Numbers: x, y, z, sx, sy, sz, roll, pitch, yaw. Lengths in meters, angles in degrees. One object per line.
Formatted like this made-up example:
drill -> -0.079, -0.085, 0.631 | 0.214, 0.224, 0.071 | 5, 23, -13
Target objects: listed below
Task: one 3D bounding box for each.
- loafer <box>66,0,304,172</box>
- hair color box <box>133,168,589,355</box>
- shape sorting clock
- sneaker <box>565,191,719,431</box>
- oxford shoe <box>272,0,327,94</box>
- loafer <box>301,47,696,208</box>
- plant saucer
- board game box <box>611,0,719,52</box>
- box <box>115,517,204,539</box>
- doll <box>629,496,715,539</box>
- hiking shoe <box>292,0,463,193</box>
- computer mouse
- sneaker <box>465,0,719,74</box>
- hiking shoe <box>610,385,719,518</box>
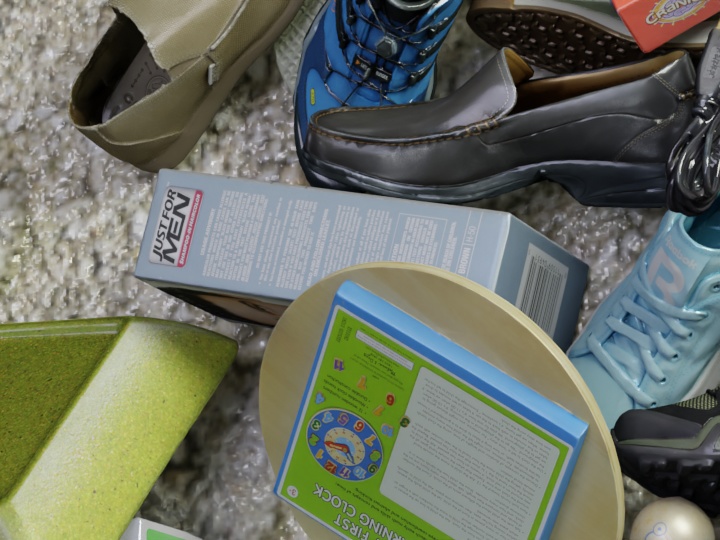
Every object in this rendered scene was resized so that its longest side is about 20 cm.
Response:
loafer -> -0.088, -0.133, 1.516 | 0.076, 0.067, 0.200 | 47, 120, 33
hair color box -> 0.000, 0.000, 1.443 | 0.200, 0.099, 0.061 | 9, 79, 30
shape sorting clock -> 0.037, 0.087, 1.377 | 0.200, 0.039, 0.200 | 14, 118, 28
sneaker -> 0.149, 0.006, 1.372 | 0.200, 0.082, 0.074 | -51, 58, 5
oxford shoe -> -0.008, -0.185, 1.534 | 0.075, 0.058, 0.200 | 1, 90, 21
loafer -> 0.070, -0.075, 1.413 | 0.200, 0.073, 0.072 | -1, 115, 5
plant saucer -> -0.188, 0.089, 1.472 | 0.200, 0.048, 0.200 | -4, 38, 34
board game box -> 0.163, -0.222, 1.403 | 0.153, 0.040, 0.200 | -29, 53, 11
box -> -0.157, 0.240, 1.453 | 0.176, 0.097, 0.200 | -10, 69, 27
doll -> 0.201, 0.168, 1.302 | 0.200, 0.048, 0.137 | 40, 116, 28
hiking shoe -> 0.011, -0.127, 1.455 | 0.074, 0.087, 0.200 | 21, 103, 4
computer mouse -> 0.236, -0.045, 1.320 | 0.200, 0.044, 0.110 | 21, 64, -10
sneaker -> 0.155, -0.141, 1.432 | 0.200, 0.067, 0.090 | 11, 67, 34
hiking shoe -> 0.212, 0.055, 1.340 | 0.200, 0.076, 0.101 | -7, 59, 19
